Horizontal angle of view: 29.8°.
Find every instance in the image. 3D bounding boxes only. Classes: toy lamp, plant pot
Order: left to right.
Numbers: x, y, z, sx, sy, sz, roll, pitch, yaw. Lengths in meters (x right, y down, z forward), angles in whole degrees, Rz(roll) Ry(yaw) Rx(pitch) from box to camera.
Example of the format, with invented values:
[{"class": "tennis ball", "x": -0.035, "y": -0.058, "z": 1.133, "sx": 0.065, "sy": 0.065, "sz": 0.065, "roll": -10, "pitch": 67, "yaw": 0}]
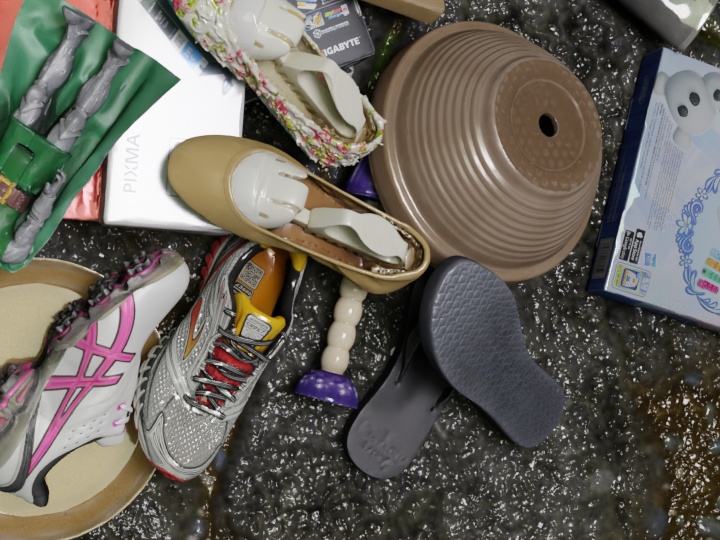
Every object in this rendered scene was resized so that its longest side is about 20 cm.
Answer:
[{"class": "plant pot", "x": -0.233, "y": 0.092, "z": 0.963, "sx": 0.197, "sy": 0.027, "sz": 0.203, "roll": 0, "pitch": 88, "yaw": -14}, {"class": "toy lamp", "x": 0.000, "y": 0.000, "z": 1.012, "sx": 0.058, "sy": 0.058, "sz": 0.203, "roll": 14, "pitch": 86, "yaw": -14}, {"class": "plant pot", "x": 0.110, "y": -0.095, "z": 0.996, "sx": 0.199, "sy": 0.092, "sz": 0.204, "roll": 7, "pitch": 76, "yaw": -28}]

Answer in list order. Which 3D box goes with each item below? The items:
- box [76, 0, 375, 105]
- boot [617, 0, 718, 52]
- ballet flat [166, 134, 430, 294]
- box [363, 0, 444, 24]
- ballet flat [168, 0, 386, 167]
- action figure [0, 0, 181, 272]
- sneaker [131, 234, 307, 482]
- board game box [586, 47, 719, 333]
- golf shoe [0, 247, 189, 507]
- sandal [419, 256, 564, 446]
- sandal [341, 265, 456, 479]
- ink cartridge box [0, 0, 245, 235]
[{"class": "box", "x": -0.107, "y": -0.198, "z": 0.992, "sx": 0.198, "sy": 0.046, "sz": 0.161, "roll": -23, "pitch": 95, "yaw": -14}, {"class": "boot", "x": 0.181, "y": -0.242, "z": 1.057, "sx": 0.200, "sy": 0.073, "sz": 0.182, "roll": 43, "pitch": 79, "yaw": -11}, {"class": "ballet flat", "x": -0.035, "y": -0.043, "z": 0.924, "sx": 0.198, "sy": 0.063, "sz": 0.069, "roll": 23, "pitch": 74, "yaw": -27}, {"class": "box", "x": -0.024, "y": -0.279, "z": 0.977, "sx": 0.198, "sy": 0.021, "sz": 0.166, "roll": 13, "pitch": 66, "yaw": -32}, {"class": "ballet flat", "x": -0.048, "y": -0.146, "z": 0.920, "sx": 0.200, "sy": 0.063, "sz": 0.076, "roll": 43, "pitch": 63, "yaw": -36}, {"class": "action figure", "x": -0.220, "y": -0.073, "z": 0.892, "sx": 0.117, "sy": 0.055, "sz": 0.201, "roll": 33, "pitch": 99, "yaw": 6}, {"class": "sneaker", "x": -0.098, "y": 0.051, "z": 0.953, "sx": 0.077, "sy": 0.082, "sz": 0.202, "roll": 28, "pitch": 73, "yaw": -24}, {"class": "board game box", "x": 0.300, "y": -0.052, "z": 1.098, "sx": 0.197, "sy": 0.043, "sz": 0.202, "roll": 17, "pitch": 84, "yaw": -12}, {"class": "golf shoe", "x": -0.184, "y": 0.071, "z": 0.930, "sx": 0.200, "sy": 0.073, "sz": 0.092, "roll": -45, "pitch": 106, "yaw": -2}, {"class": "sandal", "x": 0.090, "y": 0.065, "z": 1.002, "sx": 0.076, "sy": 0.043, "sz": 0.201, "roll": -45, "pitch": 134, "yaw": -13}, {"class": "sandal", "x": 0.057, "y": 0.068, "z": 1.031, "sx": 0.076, "sy": 0.043, "sz": 0.202, "roll": 27, "pitch": 82, "yaw": -13}, {"class": "ink cartridge box", "x": -0.167, "y": -0.131, "z": 0.930, "sx": 0.174, "sy": 0.045, "sz": 0.203, "roll": 4, "pitch": 90, "yaw": -16}]
